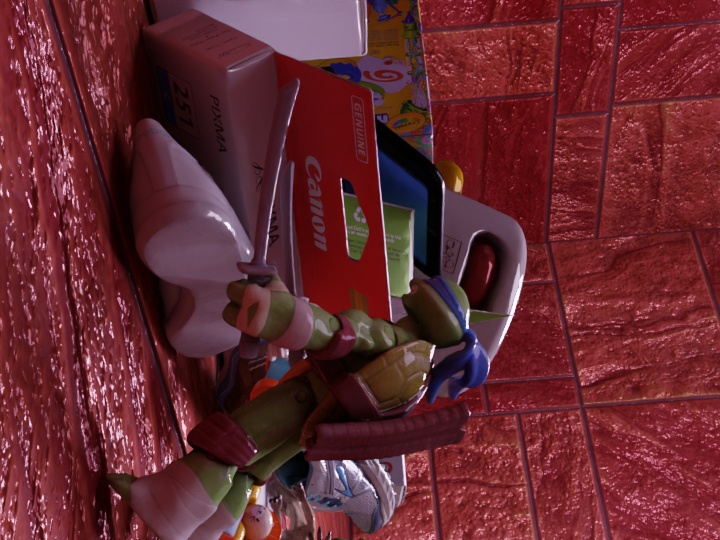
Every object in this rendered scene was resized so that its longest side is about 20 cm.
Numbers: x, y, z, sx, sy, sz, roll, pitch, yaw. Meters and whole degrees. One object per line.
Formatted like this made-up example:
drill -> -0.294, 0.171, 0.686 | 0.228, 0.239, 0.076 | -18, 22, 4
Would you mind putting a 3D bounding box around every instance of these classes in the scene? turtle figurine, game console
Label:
turtle figurine -> -0.053, 0.039, 0.625 | 0.200, 0.194, 0.144 | 49, -9, -19
game console -> -0.032, -0.057, 0.965 | 0.200, 0.174, 0.117 | 84, -9, -66

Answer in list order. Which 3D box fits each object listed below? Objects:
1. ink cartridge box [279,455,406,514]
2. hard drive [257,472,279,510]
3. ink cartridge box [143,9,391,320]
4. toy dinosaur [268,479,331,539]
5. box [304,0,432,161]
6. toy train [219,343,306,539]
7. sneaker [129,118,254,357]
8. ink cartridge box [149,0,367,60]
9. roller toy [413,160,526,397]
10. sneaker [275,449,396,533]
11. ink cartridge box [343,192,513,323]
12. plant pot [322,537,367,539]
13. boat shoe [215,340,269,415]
ink cartridge box -> -0.031, 0.140, 1.254 | 0.084, 0.143, 0.202 | 95, -9, -66
hard drive -> -0.090, 0.230, 1.040 | 0.133, 0.026, 0.201 | 84, 3, -45
ink cartridge box -> -0.058, -0.046, 0.776 | 0.176, 0.045, 0.202 | 30, -42, 40
toy dinosaur -> -0.049, 0.247, 0.978 | 0.102, 0.058, 0.201 | 86, 1, -52
box -> -0.031, -0.167, 1.248 | 0.122, 0.198, 0.194 | 85, 2, -56
toy train -> -0.060, 0.131, 0.753 | 0.150, 0.055, 0.202 | 113, -2, -68
sneaker -> -0.098, -0.018, 0.738 | 0.200, 0.075, 0.089 | 86, -16, -62
ink cartridge box -> -0.071, -0.237, 0.864 | 0.084, 0.143, 0.201 | 85, 2, -46
roller toy -> 0.060, 0.012, 1.145 | 0.183, 0.139, 0.201 | -92, -153, -63
sneaker -> -0.035, 0.178, 1.104 | 0.077, 0.086, 0.201 | 27, -30, 46
ink cartridge box -> 0.000, 0.000, 0.961 | 0.147, 0.198, 0.077 | -16, -111, 54
plant pot -> -0.014, 0.361, 1.129 | 0.200, 0.198, 0.192 | -90, 162, -76
boat shoe -> -0.070, 0.101, 0.924 | 0.200, 0.072, 0.073 | 90, -19, -66
